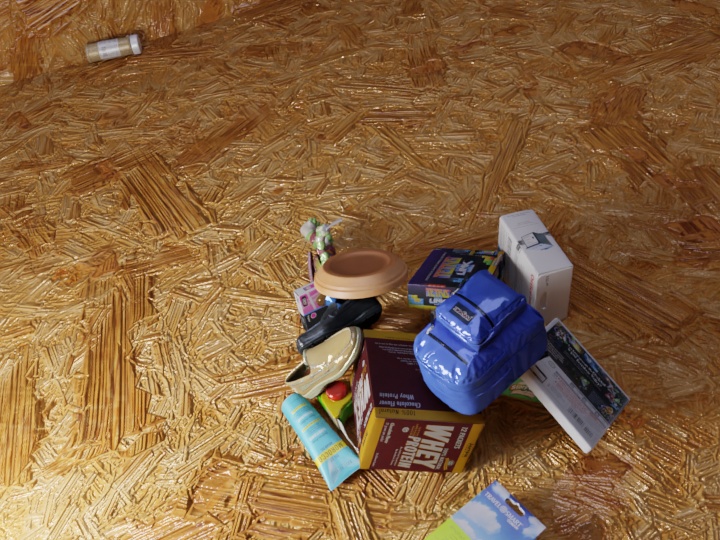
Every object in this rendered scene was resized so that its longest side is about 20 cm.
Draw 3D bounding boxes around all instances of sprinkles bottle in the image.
[{"bbox_3d":[-0.911,-0.819,2.783,0.195,0.069,0.069,-12,41,-4],"label":"sprinkles bottle"}]

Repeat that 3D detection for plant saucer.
[{"bbox_3d":[0.000,0.000,1.533,0.194,0.038,0.201,-7,22,3],"label":"plant saucer"}]

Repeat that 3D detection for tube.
[{"bbox_3d":[-0.076,0.310,1.389,0.077,0.051,0.200,-35,51,-13],"label":"tube"}]

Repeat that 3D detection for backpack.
[{"bbox_3d":[0.182,0.114,1.237,0.199,0.169,0.162,-41,43,-14],"label":"backpack"}]

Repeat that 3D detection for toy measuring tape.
[{"bbox_3d":[-0.021,0.263,1.405,0.072,0.075,0.200,-24,40,-18],"label":"toy measuring tape"}]

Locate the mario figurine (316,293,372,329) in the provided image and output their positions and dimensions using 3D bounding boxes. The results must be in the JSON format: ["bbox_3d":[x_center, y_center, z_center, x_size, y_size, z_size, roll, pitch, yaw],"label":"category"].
[{"bbox_3d":[-0.023,0.133,1.537,0.121,0.107,0.202,-22,59,-21],"label":"mario figurine"}]

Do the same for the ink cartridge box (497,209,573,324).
[{"bbox_3d":[0.362,-0.006,1.587,0.084,0.149,0.202,-13,41,-9],"label":"ink cartridge box"}]

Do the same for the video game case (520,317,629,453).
[{"bbox_3d":[0.375,0.199,1.347,0.201,0.023,0.180,49,44,13],"label":"video game case"}]

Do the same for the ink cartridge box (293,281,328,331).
[{"bbox_3d":[-0.044,0.049,1.631,0.197,0.097,0.037,-26,34,-20],"label":"ink cartridge box"}]

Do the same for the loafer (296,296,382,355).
[{"bbox_3d":[-0.047,0.100,1.454,0.198,0.069,0.071,-27,62,-30],"label":"loafer"}]

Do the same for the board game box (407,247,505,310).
[{"bbox_3d":[0.204,0.017,1.571,0.161,0.058,0.200,5,25,21],"label":"board game box"}]

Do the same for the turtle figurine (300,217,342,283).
[{"bbox_3d":[-0.050,-0.056,1.718,0.141,0.204,0.195,7,26,-30],"label":"turtle figurine"}]

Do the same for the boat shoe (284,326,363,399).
[{"bbox_3d":[-0.072,0.166,1.379,0.075,0.201,0.073,24,35,-25],"label":"boat shoe"}]

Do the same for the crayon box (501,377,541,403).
[{"bbox_3d":[0.282,0.151,1.400,0.196,0.059,0.175,16,41,-30],"label":"crayon box"}]

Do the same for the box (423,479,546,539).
[{"bbox_3d":[0.184,0.439,1.191,0.198,0.048,0.121,-31,47,-24],"label":"box"}]

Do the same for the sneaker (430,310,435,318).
[{"bbox_3d":[0.247,0.072,1.581,0.195,0.078,0.081,12,35,20],"label":"sneaker"}]

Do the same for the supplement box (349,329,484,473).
[{"bbox_3d":[0.092,0.231,1.336,0.192,0.135,0.202,6,39,-12],"label":"supplement box"}]
